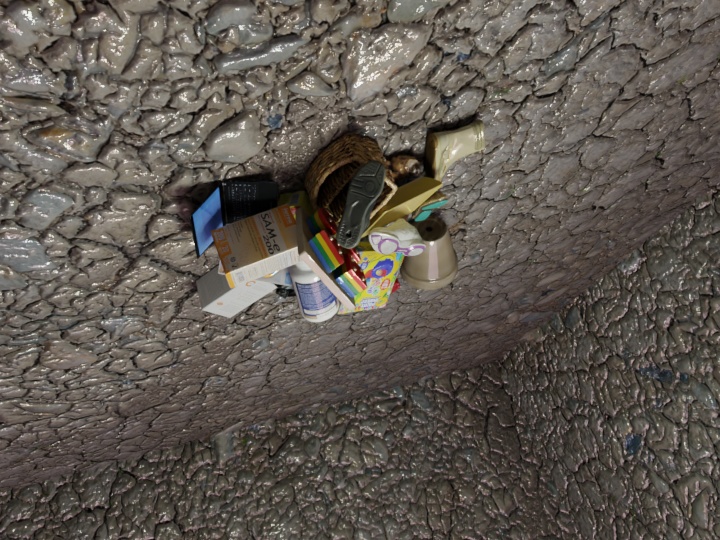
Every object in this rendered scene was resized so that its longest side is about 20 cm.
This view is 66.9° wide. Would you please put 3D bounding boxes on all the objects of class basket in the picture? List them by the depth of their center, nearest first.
[{"bbox_3d":[-0.033,-0.202,1.300,0.140,0.152,0.199,6,144,-44],"label":"basket"}]

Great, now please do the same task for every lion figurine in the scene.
[{"bbox_3d":[0.062,-0.225,1.406,0.199,0.074,0.122,-39,163,24],"label":"lion figurine"}]

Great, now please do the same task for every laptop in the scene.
[{"bbox_3d":[-0.295,-0.119,1.296,0.194,0.106,0.179,-1,151,-11],"label":"laptop"}]

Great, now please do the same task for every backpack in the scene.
[{"bbox_3d":[-0.185,-0.010,1.547,0.125,0.170,0.199,-34,158,16],"label":"backpack"}]

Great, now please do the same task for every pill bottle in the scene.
[{"bbox_3d":[-0.123,0.023,1.413,0.108,0.112,0.204,-17,127,-9],"label":"pill bottle"}]

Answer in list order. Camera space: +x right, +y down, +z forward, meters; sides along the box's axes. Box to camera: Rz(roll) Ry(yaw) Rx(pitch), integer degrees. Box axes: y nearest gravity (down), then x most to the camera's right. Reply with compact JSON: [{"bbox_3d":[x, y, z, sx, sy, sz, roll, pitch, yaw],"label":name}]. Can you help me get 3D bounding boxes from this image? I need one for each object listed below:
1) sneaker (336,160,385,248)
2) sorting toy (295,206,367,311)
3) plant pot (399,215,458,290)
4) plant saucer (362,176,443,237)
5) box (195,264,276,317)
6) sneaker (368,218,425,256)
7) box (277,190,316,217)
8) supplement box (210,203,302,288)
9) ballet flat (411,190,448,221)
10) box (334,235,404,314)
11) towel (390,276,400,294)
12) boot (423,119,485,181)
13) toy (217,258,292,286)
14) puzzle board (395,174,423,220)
[{"bbox_3d":[0.000,-0.156,1.250,0.074,0.114,0.204,19,102,-3],"label":"sneaker"},{"bbox_3d":[-0.065,-0.044,1.280,0.069,0.202,0.199,-32,123,13],"label":"sorting toy"},{"bbox_3d":[0.219,-0.071,1.739,0.195,0.202,0.176,-17,138,-10],"label":"plant pot"},{"bbox_3d":[0.093,-0.172,1.423,0.197,0.049,0.200,-27,175,-25],"label":"plant saucer"},{"bbox_3d":[-0.352,0.037,1.561,0.197,0.099,0.124,-31,153,18],"label":"box"},{"bbox_3d":[0.090,-0.096,1.488,0.197,0.102,0.075,9,144,-42],"label":"sneaker"},{"bbox_3d":[-0.140,-0.118,1.412,0.073,0.051,0.202,-4,143,18],"label":"box"},{"bbox_3d":[-0.237,-0.060,1.283,0.195,0.128,0.074,-22,154,-13],"label":"supplement box"},{"bbox_3d":[0.188,-0.196,1.540,0.069,0.067,0.200,-8,172,-19],"label":"ballet flat"},{"bbox_3d":[0.000,0.000,1.558,0.197,0.121,0.197,-5,124,-44],"label":"box"},{"bbox_3d":[0.053,0.000,1.694,0.022,0.204,0.144,14,139,-37],"label":"towel"},{"bbox_3d":[0.246,-0.302,1.428,0.152,0.074,0.202,-20,151,-8],"label":"boot"},{"bbox_3d":[-0.262,-0.033,1.401,0.194,0.119,0.047,10,179,-7],"label":"toy"},{"bbox_3d":[0.072,-0.196,1.503,0.195,0.018,0.153,-10,135,-32],"label":"puzzle board"}]
